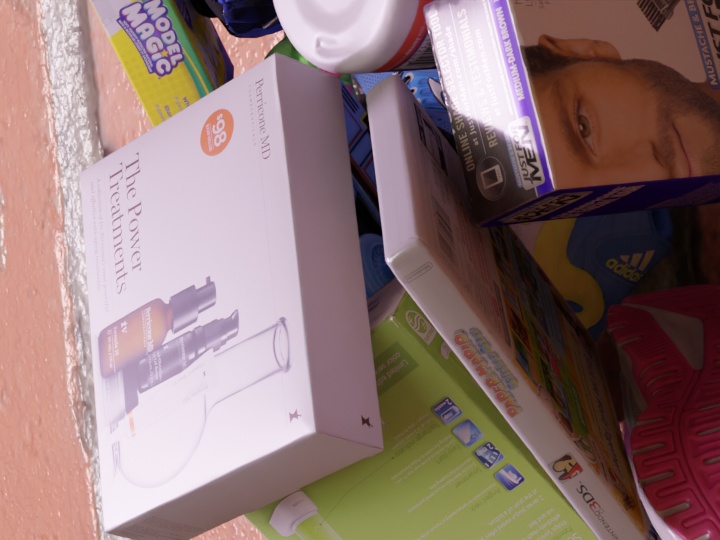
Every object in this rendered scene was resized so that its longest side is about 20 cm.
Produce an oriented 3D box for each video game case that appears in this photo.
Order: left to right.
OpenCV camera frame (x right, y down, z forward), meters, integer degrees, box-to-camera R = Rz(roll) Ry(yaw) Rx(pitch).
[{"bbox_3d":[0.064,0.016,1.227,0.023,0.182,0.200,-33,22,12],"label":"video game case"}]

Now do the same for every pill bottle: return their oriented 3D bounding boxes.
[{"bbox_3d":[0.062,-0.159,1.352,0.111,0.200,0.112,11,103,51],"label":"pill bottle"}]

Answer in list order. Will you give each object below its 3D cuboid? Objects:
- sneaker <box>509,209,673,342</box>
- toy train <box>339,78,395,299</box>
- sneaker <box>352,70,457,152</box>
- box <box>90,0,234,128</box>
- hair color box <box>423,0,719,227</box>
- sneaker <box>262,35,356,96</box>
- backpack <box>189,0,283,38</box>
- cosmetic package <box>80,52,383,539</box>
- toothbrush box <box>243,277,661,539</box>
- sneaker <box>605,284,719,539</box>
[{"bbox_3d":[0.121,0.015,1.417,0.200,0.105,0.076,85,161,-58],"label":"sneaker"},{"bbox_3d":[0.000,0.000,1.407,0.087,0.114,0.200,-30,102,31],"label":"toy train"},{"bbox_3d":[0.041,-0.082,1.484,0.200,0.089,0.079,51,132,35],"label":"sneaker"},{"bbox_3d":[-0.133,-0.179,1.538,0.117,0.048,0.200,-96,-20,-67],"label":"box"},{"bbox_3d":[0.133,-0.087,1.270,0.065,0.200,0.110,-24,77,51],"label":"hair color box"},{"bbox_3d":[-0.023,-0.051,1.603,0.084,0.077,0.201,-87,-3,-68],"label":"sneaker"},{"bbox_3d":[-0.037,-0.216,1.509,0.200,0.167,0.163,107,152,-82],"label":"backpack"},{"bbox_3d":[-0.067,0.016,1.295,0.151,0.052,0.201,-27,58,35],"label":"cosmetic package"},{"bbox_3d":[0.045,0.113,1.329,0.200,0.086,0.146,47,121,-6],"label":"toothbrush box"},{"bbox_3d":[0.168,0.090,1.272,0.200,0.081,0.088,-91,-9,-59],"label":"sneaker"}]
